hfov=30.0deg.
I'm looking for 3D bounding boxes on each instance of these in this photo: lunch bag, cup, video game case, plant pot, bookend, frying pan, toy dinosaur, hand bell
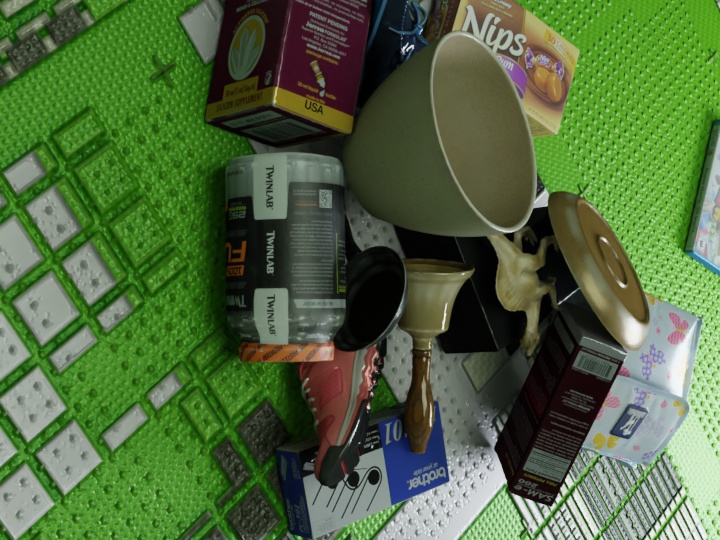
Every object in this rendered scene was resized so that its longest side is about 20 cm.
[{"bbox_3d":[0.316,0.128,1.646,0.168,0.127,0.203,23,77,-29],"label":"lunch bag"},{"bbox_3d":[0.067,-0.119,1.341,0.199,0.142,0.203,27,56,-48],"label":"cup"},{"bbox_3d":[0.523,-0.091,1.889,0.142,0.018,0.203,27,71,-34],"label":"video game case"},{"bbox_3d":[0.273,-0.005,1.506,0.200,0.027,0.201,46,27,-31],"label":"plant pot"},{"bbox_3d":[0.153,-0.039,1.544,0.198,0.092,0.202,-33,107,-36],"label":"bookend"},{"bbox_3d":[-0.009,0.015,1.394,0.031,0.190,0.116,30,98,-37],"label":"frying pan"},{"bbox_3d":[0.173,-0.007,1.460,0.101,0.058,0.202,-38,108,-34],"label":"toy dinosaur"},{"bbox_3d":[0.066,0.094,1.433,0.103,0.104,0.203,-5,101,-38],"label":"hand bell"}]

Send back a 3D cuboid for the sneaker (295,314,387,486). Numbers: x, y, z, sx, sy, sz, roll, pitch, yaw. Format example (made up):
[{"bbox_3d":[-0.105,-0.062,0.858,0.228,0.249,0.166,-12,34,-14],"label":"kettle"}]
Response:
[{"bbox_3d":[-0.030,0.129,1.388,0.074,0.086,0.202,84,18,-55],"label":"sneaker"}]

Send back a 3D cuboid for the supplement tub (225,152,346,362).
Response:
[{"bbox_3d":[-0.074,-0.011,1.340,0.121,0.122,0.203,1,86,-38],"label":"supplement tub"}]

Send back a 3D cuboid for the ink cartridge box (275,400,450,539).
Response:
[{"bbox_3d":[0.005,0.209,1.444,0.198,0.044,0.095,-14,99,-39],"label":"ink cartridge box"}]

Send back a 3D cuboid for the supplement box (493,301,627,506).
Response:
[{"bbox_3d":[0.223,0.150,1.522,0.060,0.109,0.202,20,108,-11],"label":"supplement box"}]

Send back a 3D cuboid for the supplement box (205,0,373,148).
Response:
[{"bbox_3d":[-0.068,-0.238,1.351,0.102,0.130,0.203,16,77,-35],"label":"supplement box"}]

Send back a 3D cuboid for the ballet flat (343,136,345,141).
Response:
[{"bbox_3d":[0.053,-0.147,1.492,0.199,0.073,0.074,-24,103,-43],"label":"ballet flat"}]

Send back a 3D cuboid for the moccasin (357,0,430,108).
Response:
[{"bbox_3d":[0.037,-0.243,1.402,0.067,0.201,0.082,8,64,-4],"label":"moccasin"}]

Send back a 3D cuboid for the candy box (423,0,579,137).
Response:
[{"bbox_3d":[0.164,-0.253,1.586,0.199,0.056,0.118,29,71,-35],"label":"candy box"}]
